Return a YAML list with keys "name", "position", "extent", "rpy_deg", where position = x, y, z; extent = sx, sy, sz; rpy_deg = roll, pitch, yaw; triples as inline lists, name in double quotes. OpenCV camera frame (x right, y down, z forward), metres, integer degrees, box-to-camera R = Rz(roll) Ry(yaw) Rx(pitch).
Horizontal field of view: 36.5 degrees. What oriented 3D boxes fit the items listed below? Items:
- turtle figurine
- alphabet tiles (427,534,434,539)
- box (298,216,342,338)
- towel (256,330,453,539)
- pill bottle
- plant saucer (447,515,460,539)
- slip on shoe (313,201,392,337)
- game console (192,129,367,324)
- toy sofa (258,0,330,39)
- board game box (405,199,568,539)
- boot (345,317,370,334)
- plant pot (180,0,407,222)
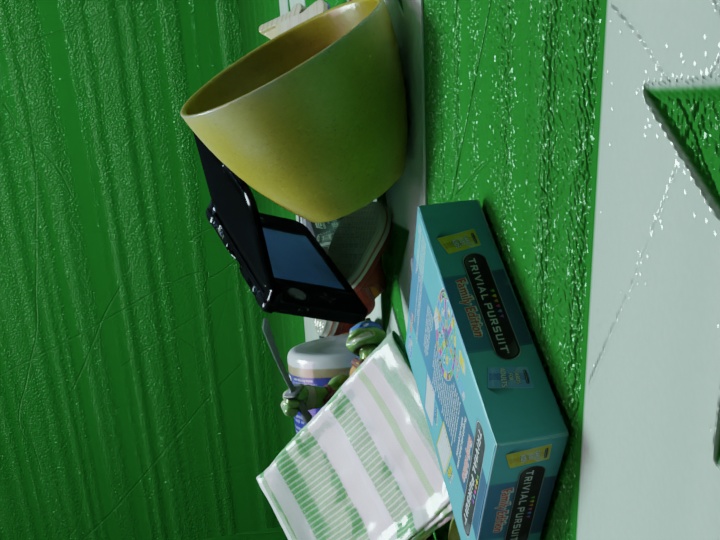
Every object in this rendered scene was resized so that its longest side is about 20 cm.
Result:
- name: "turtle figurine"
  position: [0.001, 0.125, 0.980]
  extent: [0.200, 0.143, 0.195]
  rpy_deg: [93, 163, -67]
- name: "alphabet tiles"
  position: [0.021, 0.271, 1.011]
  extent: [0.008, 0.167, 0.201]
  rpy_deg: [-34, 53, 32]
- name: "box"
  position: [-0.048, -0.016, 1.491]
  extent: [0.200, 0.049, 0.159]
  rpy_deg: [-110, 15, -56]
- name: "towel"
  position: [0.002, 0.173, 0.907]
  extent: [0.200, 0.023, 0.153]
  rpy_deg: [-48, 58, 27]
- name: "pill bottle"
  position: [-0.009, 0.176, 1.160]
  extent: [0.120, 0.119, 0.202]
  rpy_deg: [-147, 50, -79]
- name: "plant saucer"
  position: [0.103, 0.275, 0.795]
  extent: [0.200, 0.031, 0.202]
  rpy_deg: [173, 90, -81]
- name: "slip on shoe"
  position: [0.000, 0.000, 1.165]
  extent: [0.201, 0.061, 0.074]
  rpy_deg: [112, 150, -46]
- name: "game console"
  position: [-0.082, -0.053, 1.084]
  extent: [0.200, 0.175, 0.117]
  rpy_deg: [53, 125, 51]
- name: "toy sofa"
  position: [-0.048, -0.186, 1.193]
  extent: [0.083, 0.097, 0.202]
  rpy_deg: [20, -120, -50]
- name: "board game box"
  position: [0.078, 0.076, 0.738]
  extent: [0.152, 0.047, 0.201]
  rpy_deg: [92, 167, -47]
- name: "boot"
  position: [-0.018, 0.105, 1.315]
  extent: [0.200, 0.075, 0.074]
  rpy_deg: [120, 144, -74]
- name: "plant pot"
  position: [-0.036, -0.129, 0.957]
  extent: [0.143, 0.199, 0.200]
  rpy_deg: [59, 180, -21]
